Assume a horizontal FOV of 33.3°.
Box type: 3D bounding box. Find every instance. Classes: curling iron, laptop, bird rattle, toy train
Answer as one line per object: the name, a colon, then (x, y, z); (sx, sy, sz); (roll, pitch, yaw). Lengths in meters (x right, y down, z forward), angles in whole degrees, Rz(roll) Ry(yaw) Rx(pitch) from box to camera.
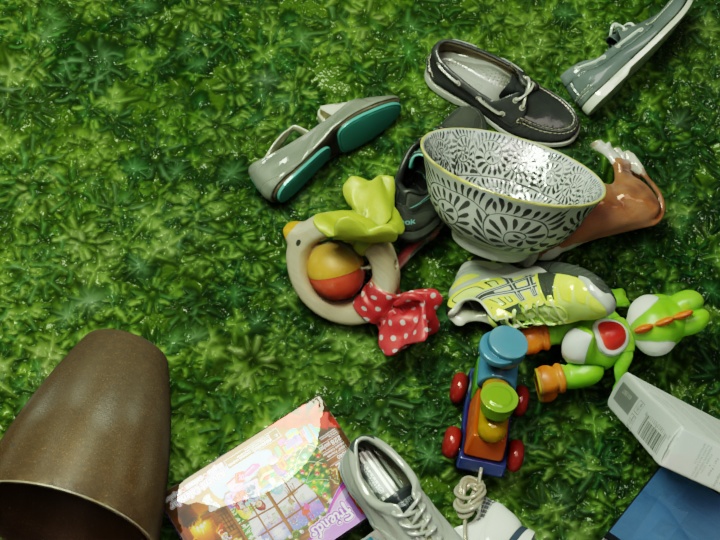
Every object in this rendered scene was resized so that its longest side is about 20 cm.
curling iron: (0.073, -0.056, 1.369); (0.200, 0.026, 0.050); (-41, 80, -17)
laptop: (0.318, 0.331, 1.189); (0.187, 0.116, 0.200); (33, 71, 10)
bird rattle: (0.000, 0.000, 1.295); (0.162, 0.201, 0.113); (-3, 32, 29)
toy train: (0.131, 0.161, 1.218); (0.084, 0.116, 0.201); (11, 49, 1)

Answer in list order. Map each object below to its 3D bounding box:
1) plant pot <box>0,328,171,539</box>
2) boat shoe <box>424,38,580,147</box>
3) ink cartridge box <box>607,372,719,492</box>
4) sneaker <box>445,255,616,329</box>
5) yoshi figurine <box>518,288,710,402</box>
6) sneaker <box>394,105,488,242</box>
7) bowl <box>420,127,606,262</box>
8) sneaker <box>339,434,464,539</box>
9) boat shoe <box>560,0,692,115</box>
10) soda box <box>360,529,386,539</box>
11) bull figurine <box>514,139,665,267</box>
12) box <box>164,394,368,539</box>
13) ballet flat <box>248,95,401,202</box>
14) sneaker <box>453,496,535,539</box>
plant pot: (-0.264, 0.167, 1.198); (0.186, 0.187, 0.201); (13, 54, 1)
boat shoe: (0.170, -0.212, 1.416); (0.199, 0.060, 0.074); (30, 69, 8)
ink cartridge box: (0.364, 0.186, 1.218); (0.199, 0.163, 0.057); (30, 98, -13)
sneaker: (0.179, 0.037, 1.276); (0.199, 0.075, 0.077); (2, 51, 44)
yoshi figurine: (0.278, 0.075, 1.312); (0.199, 0.113, 0.112); (-18, 30, 5)
sneaker: (0.092, -0.122, 1.353); (0.075, 0.079, 0.200); (18, 57, 20)
bowl: (0.149, -0.069, 1.267); (0.200, 0.095, 0.201); (12, 24, -6)
sneaker: (0.046, 0.246, 1.174); (0.073, 0.071, 0.200); (-37, 68, -18)
boat shoe: (0.320, -0.273, 1.444); (0.062, 0.073, 0.200); (43, 78, 8)
soda box: (-0.038, 0.341, 1.145); (0.064, 0.068, 0.200); (44, 101, 12)
bull figurine: (0.241, -0.074, 1.364); (0.199, 0.065, 0.122); (-12, 73, -6)
box: (-0.089, 0.239, 1.240); (0.199, 0.039, 0.137); (-32, 75, -14)
ballet flat: (-0.044, -0.156, 1.380); (0.200, 0.067, 0.064); (-38, 69, -16)
sneaker: (0.090, 0.318, 1.211); (0.080, 0.077, 0.200); (37, 65, 20)
